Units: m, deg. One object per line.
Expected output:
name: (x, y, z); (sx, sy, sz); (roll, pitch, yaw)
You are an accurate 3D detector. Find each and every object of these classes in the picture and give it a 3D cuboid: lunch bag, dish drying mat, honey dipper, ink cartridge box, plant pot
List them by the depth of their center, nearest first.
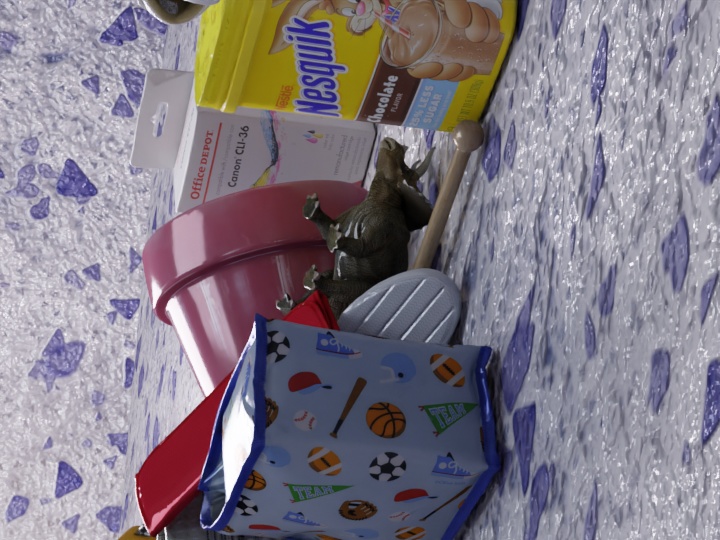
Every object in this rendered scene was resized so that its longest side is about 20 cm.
lunch bag: (-0.013, 0.126, 1.480); (0.200, 0.170, 0.124); (111, 164, -53)
dish drying mat: (-0.091, 0.101, 1.572); (0.200, 0.018, 0.077); (-45, 31, 12)
honey dipper: (0.051, -0.026, 1.585); (0.038, 0.038, 0.200); (-99, 21, -52)
plant pot: (-0.063, 0.047, 1.762); (0.200, 0.200, 0.179); (123, 136, -65)
ink cartridge box: (-0.098, -0.106, 1.936); (0.068, 0.200, 0.117); (-98, 18, -51)

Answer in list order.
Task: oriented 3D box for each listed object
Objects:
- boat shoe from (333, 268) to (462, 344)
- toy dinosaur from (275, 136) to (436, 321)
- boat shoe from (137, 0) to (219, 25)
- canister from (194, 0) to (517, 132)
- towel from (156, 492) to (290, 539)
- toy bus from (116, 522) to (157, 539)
boat shoe: (0.005, 0.066, 1.595); (0.200, 0.072, 0.071); (-46, -5, 27)
toy dinosaur: (0.000, 0.000, 1.641); (0.077, 0.102, 0.200); (30, 108, 55)
boat shoe: (-0.125, -0.197, 1.444); (0.200, 0.071, 0.069); (-159, 78, -76)
canister: (-0.005, -0.167, 1.520); (0.149, 0.200, 0.087); (110, 162, -50)
towel: (-0.051, 0.200, 1.572); (0.200, 0.192, 0.035); (-98, 12, -51)
toy bus: (-0.114, 0.242, 1.652); (0.200, 0.065, 0.078); (-1, 126, 43)
